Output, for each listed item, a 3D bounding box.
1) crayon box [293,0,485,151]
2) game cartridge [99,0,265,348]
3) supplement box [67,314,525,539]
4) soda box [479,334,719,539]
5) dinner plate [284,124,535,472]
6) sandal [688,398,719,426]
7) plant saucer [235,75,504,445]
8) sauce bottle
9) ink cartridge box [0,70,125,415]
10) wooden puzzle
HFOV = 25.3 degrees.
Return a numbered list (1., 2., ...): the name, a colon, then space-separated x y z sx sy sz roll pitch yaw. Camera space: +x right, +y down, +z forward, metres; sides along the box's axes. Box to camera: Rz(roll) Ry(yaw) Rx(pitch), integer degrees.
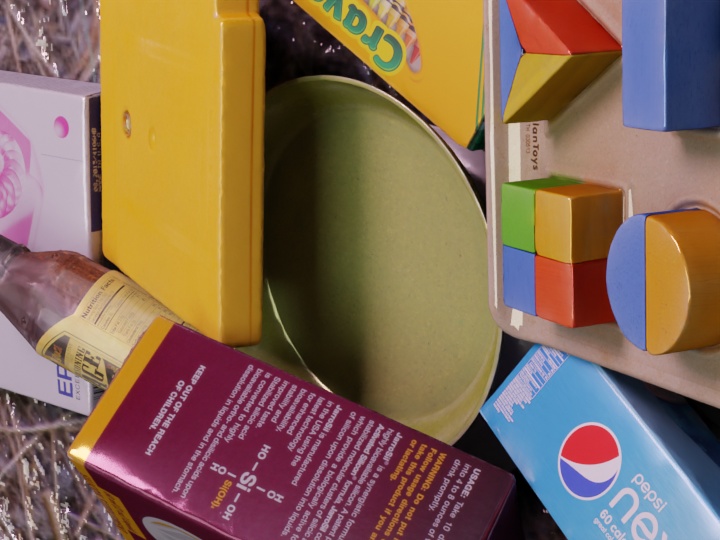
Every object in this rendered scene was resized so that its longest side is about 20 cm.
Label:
1. crayon box: 0.023 -0.166 0.769 0.200 0.058 0.119 43 123 22
2. game cartridge: -0.096 -0.070 0.847 0.200 0.032 0.178 29 120 60
3. supplement box: -0.026 0.115 0.771 0.199 0.086 0.111 22 155 21
4. soda box: 0.137 0.112 0.696 0.064 0.068 0.200 -51 48 20
5. dinner plate: 0.020 0.022 0.842 0.199 0.024 0.202 10 106 37
6. sandal: 0.138 -0.002 0.728 0.075 0.045 0.201 -43 74 36
7. plant saucer: 0.000 0.000 0.809 0.199 0.031 0.202 15 113 39
8. sauce bottle: -0.150 0.030 0.916 0.199 0.066 0.066 27 117 12
9. ink cartridge box: -0.228 -0.025 1.011 0.199 0.043 0.198 11 108 34
10. wooden puzzle: 0.104 -0.045 0.629 0.199 0.046 0.187 16 110 58
